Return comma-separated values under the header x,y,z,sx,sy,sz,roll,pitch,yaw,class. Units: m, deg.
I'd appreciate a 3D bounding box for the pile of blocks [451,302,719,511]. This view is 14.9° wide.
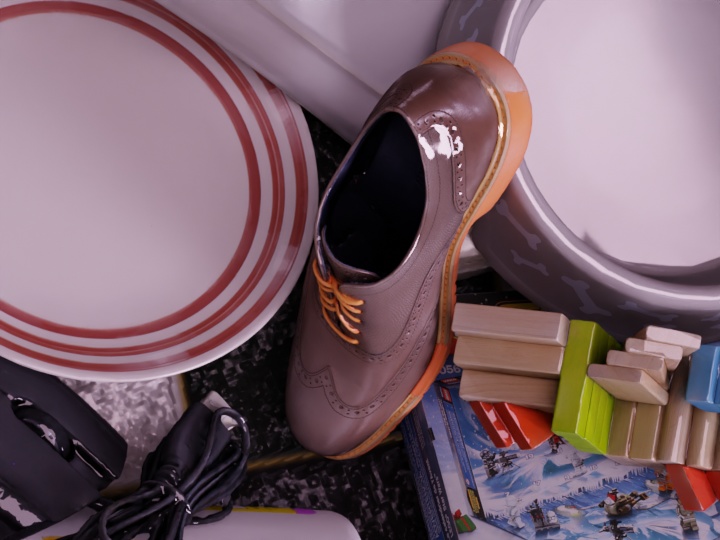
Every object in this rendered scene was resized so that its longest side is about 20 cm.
x,y,z,sx,sy,sz,roll,pitch,yaw,class
0.130,0.063,1.103,0.199,0.082,0.062,10,79,-2,pile of blocks

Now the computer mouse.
x,y,z,sx,sy,sz,roll,pitch,yaw,class
-0.148,0.056,1.079,0.199,0.139,0.053,18,119,11,computer mouse

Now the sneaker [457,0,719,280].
x,y,z,sx,sy,sz,roll,pitch,yaw,class
0.074,-0.066,1.185,0.199,0.077,0.112,-17,83,-8,sneaker

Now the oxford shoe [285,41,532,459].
x,y,z,sx,sy,sz,roll,pitch,yaw,class
0.000,0.000,1.096,0.071,0.200,0.073,35,36,23,oxford shoe

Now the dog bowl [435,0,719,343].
x,y,z,sx,sy,sz,roll,pitch,yaw,class
0.131,-0.070,1.128,0.199,0.059,0.201,1,86,-11,dog bowl

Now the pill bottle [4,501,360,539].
x,y,z,sx,sy,sz,roll,pitch,yaw,class
-0.101,0.144,1.102,0.199,0.104,0.105,4,85,-15,pill bottle

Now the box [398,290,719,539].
x,y,z,sx,sy,sz,roll,pitch,yaw,class
0.119,0.070,1.171,0.199,0.040,0.137,-3,54,-16,box

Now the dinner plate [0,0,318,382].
x,y,z,sx,sy,sz,roll,pitch,yaw,class
-0.114,-0.044,1.131,0.199,0.024,0.201,9,62,-17,dinner plate

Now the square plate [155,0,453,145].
x,y,z,sx,sy,sz,roll,pitch,yaw,class
0.013,-0.162,1.130,0.200,0.028,0.198,34,93,-39,square plate
